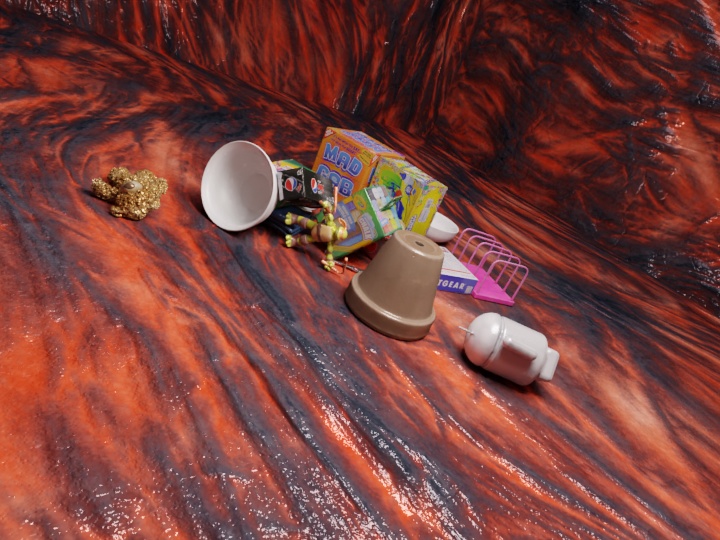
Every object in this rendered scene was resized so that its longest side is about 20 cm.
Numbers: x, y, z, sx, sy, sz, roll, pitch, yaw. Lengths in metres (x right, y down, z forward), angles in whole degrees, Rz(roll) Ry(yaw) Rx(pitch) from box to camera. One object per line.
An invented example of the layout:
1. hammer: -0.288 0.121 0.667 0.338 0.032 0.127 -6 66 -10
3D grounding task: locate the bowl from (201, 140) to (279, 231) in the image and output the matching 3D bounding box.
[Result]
1. bowl: -0.258 -0.185 1.162 0.200 0.202 0.090 33 10 21

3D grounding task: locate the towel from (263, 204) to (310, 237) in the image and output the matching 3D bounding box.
1. towel: -0.230 -0.153 1.281 0.199 0.049 0.112 28 25 11

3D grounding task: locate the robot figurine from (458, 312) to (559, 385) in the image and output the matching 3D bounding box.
1. robot figurine: 0.297 0.158 1.035 0.199 0.114 0.170 24 -14 1

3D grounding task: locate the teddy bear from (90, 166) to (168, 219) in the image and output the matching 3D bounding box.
1. teddy bear: -0.481 -0.178 1.071 0.144 0.067 0.200 15 24 -14

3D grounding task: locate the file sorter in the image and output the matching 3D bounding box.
1. file sorter: 0.361 -0.015 1.455 0.138 0.126 0.200 13 25 -25

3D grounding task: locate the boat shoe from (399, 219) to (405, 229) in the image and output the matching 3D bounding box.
1. boat shoe: 0.057 -0.138 1.417 0.063 0.074 0.200 -42 31 -25

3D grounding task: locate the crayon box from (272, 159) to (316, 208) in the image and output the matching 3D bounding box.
1. crayon box: -0.200 -0.224 1.300 0.118 0.059 0.200 33 32 20

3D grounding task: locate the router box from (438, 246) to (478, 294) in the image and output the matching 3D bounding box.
1. router box: 0.192 -0.014 1.387 0.199 0.049 0.180 9 27 -31

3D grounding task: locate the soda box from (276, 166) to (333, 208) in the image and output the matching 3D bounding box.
1. soda box: -0.124 -0.190 1.195 0.063 0.072 0.200 -6 -1 16

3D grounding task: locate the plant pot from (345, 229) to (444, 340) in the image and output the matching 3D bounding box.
1. plant pot: 0.088 0.016 1.062 0.199 0.176 0.201 20 23 -9

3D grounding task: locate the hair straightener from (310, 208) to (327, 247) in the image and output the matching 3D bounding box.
1. hair straightener: -0.103 -0.117 1.351 0.076 0.041 0.201 17 28 -15

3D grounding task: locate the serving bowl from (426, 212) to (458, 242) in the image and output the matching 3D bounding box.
1. serving bowl: 0.222 -0.147 1.681 0.198 0.066 0.200 20 23 -9

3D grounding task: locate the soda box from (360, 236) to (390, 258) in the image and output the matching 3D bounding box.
1. soda box: 0.023 -0.087 1.357 0.199 0.064 0.070 36 27 31

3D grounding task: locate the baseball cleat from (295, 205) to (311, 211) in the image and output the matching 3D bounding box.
1. baseball cleat: -0.195 -0.214 1.394 0.198 0.070 0.107 12 16 -11

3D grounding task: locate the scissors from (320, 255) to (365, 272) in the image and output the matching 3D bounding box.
1. scissors: 0.000 0.000 1.224 0.199 0.014 0.073 25 26 5

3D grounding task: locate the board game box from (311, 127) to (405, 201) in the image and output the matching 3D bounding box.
1. board game box: -0.014 -0.328 1.670 0.199 0.201 0.199 35 25 24

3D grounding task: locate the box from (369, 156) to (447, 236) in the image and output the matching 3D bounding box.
1. box: 0.124 -0.208 1.546 0.121 0.201 0.192 -3 34 -45

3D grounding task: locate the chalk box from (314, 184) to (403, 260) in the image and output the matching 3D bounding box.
1. chalk box: 0.016 -0.126 1.230 0.124 0.199 0.125 -25 93 -61

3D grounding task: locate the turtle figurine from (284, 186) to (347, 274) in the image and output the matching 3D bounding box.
1. turtle figurine: -0.092 -0.096 1.154 0.160 0.202 0.064 8 26 25
